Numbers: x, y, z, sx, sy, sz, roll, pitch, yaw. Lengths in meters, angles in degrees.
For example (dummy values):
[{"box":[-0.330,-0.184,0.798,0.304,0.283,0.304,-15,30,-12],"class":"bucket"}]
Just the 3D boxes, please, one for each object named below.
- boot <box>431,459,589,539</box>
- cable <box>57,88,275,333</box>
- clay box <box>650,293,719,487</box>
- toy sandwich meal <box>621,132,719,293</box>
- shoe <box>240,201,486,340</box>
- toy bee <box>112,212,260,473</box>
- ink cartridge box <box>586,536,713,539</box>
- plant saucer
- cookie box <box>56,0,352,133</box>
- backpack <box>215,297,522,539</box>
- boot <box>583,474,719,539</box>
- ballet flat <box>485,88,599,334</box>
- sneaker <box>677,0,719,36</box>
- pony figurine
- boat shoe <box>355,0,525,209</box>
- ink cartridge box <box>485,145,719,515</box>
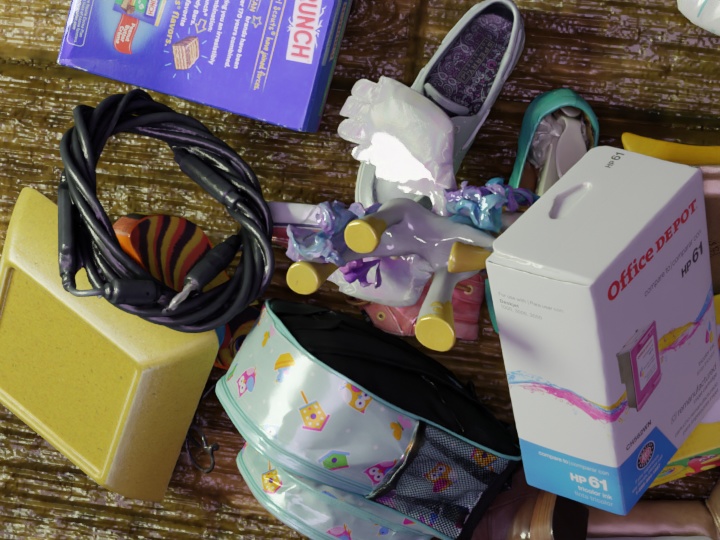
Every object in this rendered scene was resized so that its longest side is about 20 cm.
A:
[{"box":[0.091,0.166,1.335,0.200,0.187,0.064,-23,121,39],"class":"boot"},{"box":[-0.141,-0.051,1.265,0.163,0.051,0.200,7,55,-19],"class":"cable"},{"box":[0.271,0.076,1.265,0.200,0.048,0.115,-23,61,24],"class":"clay box"},{"box":[0.257,-0.048,1.249,0.205,0.205,0.070,1,65,9],"class":"toy sandwich meal"},{"box":[0.000,0.000,1.331,0.200,0.071,0.091,8,92,4],"class":"shoe"},{"box":[-0.118,0.035,1.346,0.131,0.109,0.200,33,140,42],"class":"toy bee"},{"box":[0.200,0.306,1.295,0.145,0.083,0.200,-3,114,7],"class":"ink cartridge box"},{"box":[-0.218,0.069,1.324,0.200,0.048,0.200,36,131,15],"class":"plant saucer"},{"box":[-0.110,-0.211,1.324,0.200,0.075,0.171,17,98,7],"class":"cookie box"},{"box":[-0.010,0.114,1.264,0.200,0.176,0.153,35,97,-28],"class":"backpack"},{"box":[0.226,0.182,1.319,0.200,0.066,0.176,-3,96,11],"class":"boot"},{"box":[0.135,-0.039,1.289,0.067,0.070,0.200,10,89,-7],"class":"ballet flat"},{"box":[0.289,-0.265,1.257,0.080,0.070,0.201,20,100,9],"class":"sneaker"},{"box":[0.035,-0.026,1.188,0.193,0.200,0.167,21,115,22],"class":"pony figurine"},{"box":[0.057,-0.119,1.283,0.070,0.072,0.201,30,81,7],"class":"boat shoe"},{"box":[0.168,0.039,1.163,0.085,0.145,0.200,15,134,36],"class":"ink cartridge box"}]
